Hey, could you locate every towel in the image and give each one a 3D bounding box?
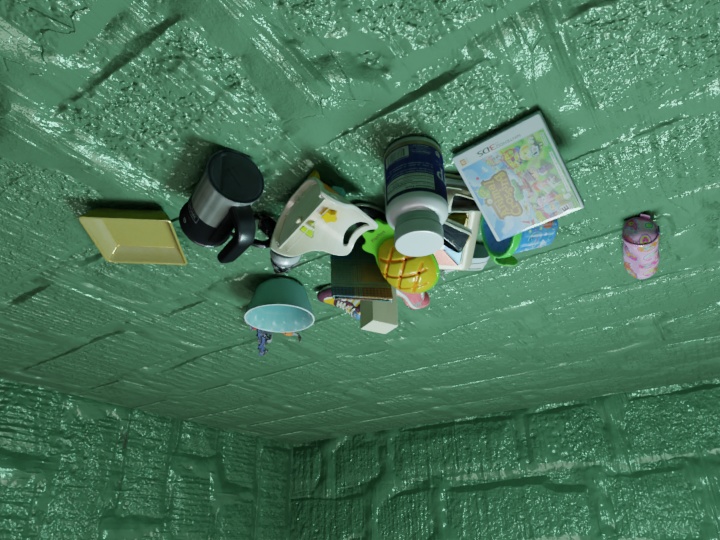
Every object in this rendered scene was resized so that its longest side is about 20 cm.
[{"bbox_3d":[0.000,0.000,1.242,0.144,0.202,0.022,3,130,-6],"label":"towel"}]

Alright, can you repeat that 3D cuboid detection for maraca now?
[{"bbox_3d":[0.088,-0.030,1.160,0.200,0.107,0.137,44,127,-9],"label":"maraca"}]

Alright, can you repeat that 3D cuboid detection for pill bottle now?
[{"bbox_3d":[0.104,-0.136,0.983,0.117,0.203,0.120,-1,153,0],"label":"pill bottle"}]

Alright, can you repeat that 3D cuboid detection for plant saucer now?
[{"bbox_3d":[-0.518,-0.084,1.223,0.196,0.049,0.201,1,151,-6],"label":"plant saucer"}]

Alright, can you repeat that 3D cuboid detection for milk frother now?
[{"bbox_3d":[-0.241,-0.132,1.082,0.199,0.182,0.188,-35,180,-42],"label":"milk frother"}]

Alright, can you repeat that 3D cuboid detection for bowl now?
[{"bbox_3d":[-0.227,0.092,1.496,0.197,0.107,0.202,0,152,0],"label":"bowl"}]

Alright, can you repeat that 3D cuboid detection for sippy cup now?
[{"bbox_3d":[0.352,-0.099,1.148,0.128,0.142,0.178,-3,163,-18],"label":"sippy cup"}]

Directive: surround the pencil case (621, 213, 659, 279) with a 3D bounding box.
[{"bbox_3d":[0.685,-0.055,1.280,0.086,0.089,0.200,-14,148,23],"label":"pencil case"}]

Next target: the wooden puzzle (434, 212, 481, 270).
[{"bbox_3d":[0.175,-0.075,1.204,0.196,0.038,0.187,-1,127,-4],"label":"wooden puzzle"}]

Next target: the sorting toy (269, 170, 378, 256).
[{"bbox_3d":[-0.064,-0.100,1.108,0.178,0.108,0.199,26,135,-28],"label":"sorting toy"}]

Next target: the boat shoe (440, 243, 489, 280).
[{"bbox_3d":[0.224,-0.020,1.331,0.198,0.075,0.087,-3,136,-10],"label":"boat shoe"}]

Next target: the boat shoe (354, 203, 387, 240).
[{"bbox_3d":[0.041,-0.086,1.216,0.073,0.067,0.199,-16,148,27],"label":"boat shoe"}]

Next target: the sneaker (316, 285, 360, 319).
[{"bbox_3d":[-0.029,0.094,1.522,0.196,0.092,0.075,0,152,-2],"label":"sneaker"}]

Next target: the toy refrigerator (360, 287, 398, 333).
[{"bbox_3d":[0.043,0.051,1.327,0.075,0.203,0.070,13,149,-27],"label":"toy refrigerator"}]

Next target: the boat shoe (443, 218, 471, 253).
[{"bbox_3d":[0.146,-0.091,1.124,0.197,0.063,0.075,21,-179,-16],"label":"boat shoe"}]

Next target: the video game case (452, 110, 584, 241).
[{"bbox_3d":[0.298,-0.171,1.000,0.180,0.022,0.201,-22,111,34],"label":"video game case"}]

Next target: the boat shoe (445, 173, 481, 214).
[{"bbox_3d":[0.177,-0.156,1.089,0.196,0.070,0.075,-4,152,6],"label":"boat shoe"}]

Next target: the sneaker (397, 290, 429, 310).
[{"bbox_3d":[0.151,0.053,1.470,0.086,0.075,0.199,-22,145,32],"label":"sneaker"}]

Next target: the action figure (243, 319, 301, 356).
[{"bbox_3d":[-0.275,0.173,1.655,0.190,0.105,0.202,11,125,-12],"label":"action figure"}]

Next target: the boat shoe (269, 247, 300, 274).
[{"bbox_3d":[-0.179,-0.025,1.209,0.069,0.067,0.200,11,-168,-12],"label":"boat shoe"}]
